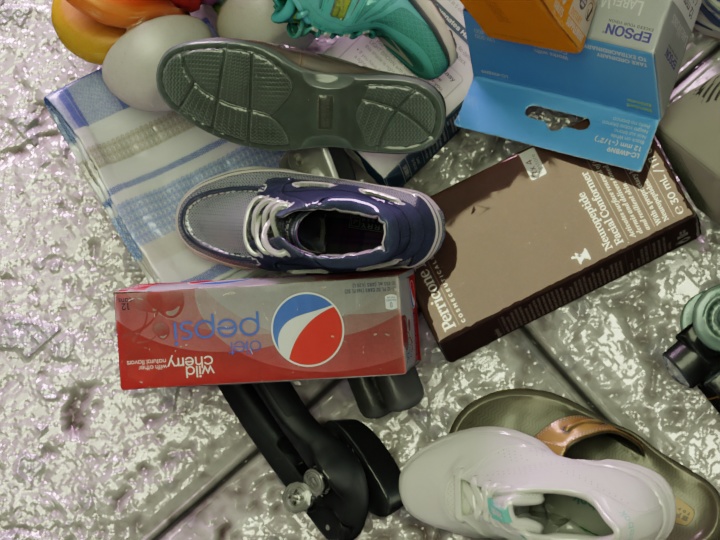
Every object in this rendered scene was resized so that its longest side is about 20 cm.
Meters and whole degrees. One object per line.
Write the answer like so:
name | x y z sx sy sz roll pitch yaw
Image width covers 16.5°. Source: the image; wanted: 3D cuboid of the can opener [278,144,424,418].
can opener | 0.000 0.000 1.733 0.053 0.067 0.201 -19 93 45

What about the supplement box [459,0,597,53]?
supplement box | 0.124 -0.259 1.616 0.073 0.126 0.201 13 79 24

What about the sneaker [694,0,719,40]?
sneaker | 0.303 -0.177 1.725 0.199 0.088 0.076 20 79 11

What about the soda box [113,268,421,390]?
soda box | -0.062 0.040 1.679 0.199 0.063 0.070 -3 95 11

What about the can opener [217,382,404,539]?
can opener | -0.054 0.106 1.731 0.200 0.078 0.063 47 119 20

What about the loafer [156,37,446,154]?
loafer | -0.039 -0.119 1.706 0.199 0.063 0.072 11 106 3

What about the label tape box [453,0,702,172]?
label tape box | 0.151 -0.183 1.687 0.143 0.066 0.201 16 78 23

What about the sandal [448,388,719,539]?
sandal | 0.155 0.137 1.688 0.199 0.055 0.082 27 82 13

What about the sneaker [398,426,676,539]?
sneaker | 0.101 0.150 1.635 0.199 0.088 0.076 3 100 32

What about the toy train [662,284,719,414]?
toy train | 0.303 0.029 1.683 0.200 0.085 0.114 -38 88 -5

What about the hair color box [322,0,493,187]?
hair color box | 0.057 -0.160 1.770 0.200 0.061 0.100 -44 77 -3

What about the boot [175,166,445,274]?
boot | -0.049 -0.034 1.663 0.199 0.090 0.073 0 92 25

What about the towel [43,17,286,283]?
towel | -0.120 -0.075 1.776 0.146 0.024 0.200 -27 73 -18

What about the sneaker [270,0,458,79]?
sneaker | -0.024 -0.187 1.687 0.200 0.077 0.080 34 70 -12

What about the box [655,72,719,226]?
box | 0.264 -0.062 1.644 0.068 0.200 0.082 -33 113 -1

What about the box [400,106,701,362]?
box | 0.124 -0.029 1.724 0.199 0.075 0.100 -28 75 3

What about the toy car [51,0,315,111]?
toy car | -0.127 -0.226 1.749 0.199 0.150 0.175 -24 62 -11
